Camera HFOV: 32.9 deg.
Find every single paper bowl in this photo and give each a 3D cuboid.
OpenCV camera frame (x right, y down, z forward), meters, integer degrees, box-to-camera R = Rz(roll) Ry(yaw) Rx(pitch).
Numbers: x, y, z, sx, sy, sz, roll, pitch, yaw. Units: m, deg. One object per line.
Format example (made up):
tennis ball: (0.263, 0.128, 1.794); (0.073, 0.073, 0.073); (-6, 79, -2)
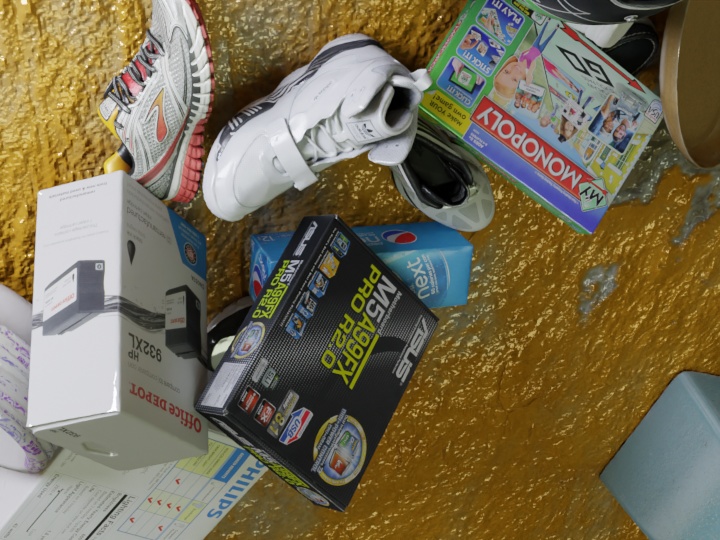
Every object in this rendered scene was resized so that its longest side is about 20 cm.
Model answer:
paper bowl: (-0.321, 0.073, 1.005); (0.105, 0.200, 0.201); (-60, 141, -27)

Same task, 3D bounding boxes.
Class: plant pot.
plant pot: (0.309, -0.191, 1.077); (0.200, 0.027, 0.201); (-22, 118, -50)
plant pot: (0.454, 0.271, 1.490); (0.196, 0.200, 0.196); (11, 124, -30)

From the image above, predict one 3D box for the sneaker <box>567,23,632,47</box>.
sneaker: (0.228, -0.287, 1.001); (0.200, 0.088, 0.075); (-52, 167, -1)

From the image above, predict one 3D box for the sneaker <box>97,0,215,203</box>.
sneaker: (-0.161, -0.134, 0.954); (0.082, 0.078, 0.201); (-2, 129, -20)

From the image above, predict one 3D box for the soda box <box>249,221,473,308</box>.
soda box: (0.000, 0.000, 1.139); (0.199, 0.068, 0.064); (-5, 115, -20)

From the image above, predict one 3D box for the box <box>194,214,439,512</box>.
box: (-0.031, 0.078, 1.042); (0.160, 0.044, 0.200); (45, 62, -32)

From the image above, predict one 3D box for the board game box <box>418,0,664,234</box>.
board game box: (0.152, -0.140, 1.036); (0.200, 0.029, 0.135); (33, 85, -18)

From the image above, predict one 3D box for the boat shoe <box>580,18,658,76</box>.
boat shoe: (0.187, -0.157, 1.096); (0.200, 0.060, 0.076); (-32, 134, 5)

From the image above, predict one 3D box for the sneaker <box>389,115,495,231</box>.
sneaker: (0.072, -0.071, 1.083); (0.076, 0.116, 0.200); (-38, 133, 11)

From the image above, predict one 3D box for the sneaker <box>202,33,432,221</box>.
sneaker: (-0.033, -0.107, 0.971); (0.200, 0.115, 0.075); (-44, 126, -11)

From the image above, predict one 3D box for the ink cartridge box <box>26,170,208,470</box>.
ink cartridge box: (-0.190, 0.044, 0.981); (0.083, 0.201, 0.145); (-12, 155, 17)

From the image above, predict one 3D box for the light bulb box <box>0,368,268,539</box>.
light bulb box: (-0.223, 0.171, 1.160); (0.200, 0.125, 0.198); (26, 115, -39)

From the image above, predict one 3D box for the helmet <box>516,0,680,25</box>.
helmet: (0.166, -0.276, 0.890); (0.199, 0.200, 0.191); (-26, 150, 0)

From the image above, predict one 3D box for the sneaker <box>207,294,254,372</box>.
sneaker: (-0.056, 0.063, 1.171); (0.199, 0.080, 0.074); (-15, 135, -9)
